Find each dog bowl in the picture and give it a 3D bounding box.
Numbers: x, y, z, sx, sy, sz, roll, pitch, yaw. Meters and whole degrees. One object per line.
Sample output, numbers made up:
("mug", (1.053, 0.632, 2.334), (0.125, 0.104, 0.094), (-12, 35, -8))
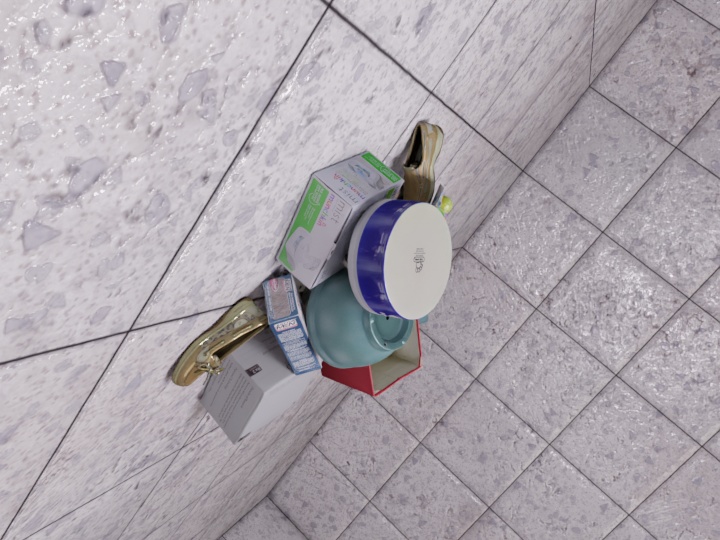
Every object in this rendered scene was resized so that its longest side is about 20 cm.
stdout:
("dog bowl", (0.071, -0.019, 1.002), (0.199, 0.078, 0.202), (-11, 105, -47))

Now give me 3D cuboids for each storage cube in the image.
("storage cube", (0.016, 0.151, 1.338), (0.170, 0.179, 0.202), (-23, 112, -40))

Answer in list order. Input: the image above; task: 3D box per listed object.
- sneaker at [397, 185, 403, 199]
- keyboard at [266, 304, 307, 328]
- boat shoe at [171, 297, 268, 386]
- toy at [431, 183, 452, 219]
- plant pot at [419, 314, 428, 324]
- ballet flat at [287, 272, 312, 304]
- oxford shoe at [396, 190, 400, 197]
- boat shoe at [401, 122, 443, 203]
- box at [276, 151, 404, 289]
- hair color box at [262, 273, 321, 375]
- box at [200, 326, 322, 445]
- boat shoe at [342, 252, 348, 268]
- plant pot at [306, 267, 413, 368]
("sneaker", (0.081, -0.122, 1.312), (0.076, 0.115, 0.199), (-9, -163, 37))
("keyboard", (-0.177, 0.114, 1.357), (0.200, 0.011, 0.056), (-35, 160, -50))
("boat shoe", (-0.251, 0.138, 1.052), (0.200, 0.063, 0.073), (-47, 167, -11))
("toy", (0.166, -0.121, 1.250), (0.200, 0.047, 0.116), (-48, 161, -76))
("plant pot", (0.078, 0.061, 1.533), (0.134, 0.202, 0.200), (-19, 162, -6))
("ballet flat", (-0.134, 0.043, 1.182), (0.063, 0.067, 0.201), (-22, 150, -44))
("oxford shoe", (-0.008, -0.117, 1.189), (0.071, 0.071, 0.201), (24, 108, -48))
("boat shoe", (0.114, -0.208, 1.229), (0.076, 0.071, 0.202), (-3, 106, -46))
("box", (-0.036, -0.090, 1.055), (0.176, 0.097, 0.201), (-34, 160, -48))
("hair color box", (-0.131, 0.110, 1.145), (0.060, 0.101, 0.201), (-16, 141, -1))
("box", (-0.212, 0.236, 1.276), (0.198, 0.131, 0.201), (-25, 154, -50))
("boat shoe", (0.035, -0.035, 1.101), (0.057, 0.067, 0.200), (-50, 168, 23))
("plant pot", (0.016, 0.088, 1.113), (0.133, 0.202, 0.200), (-4, -153, 46))
